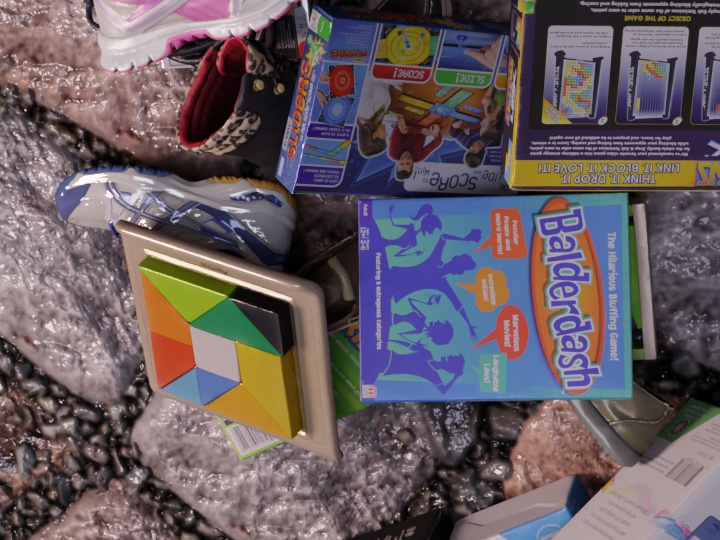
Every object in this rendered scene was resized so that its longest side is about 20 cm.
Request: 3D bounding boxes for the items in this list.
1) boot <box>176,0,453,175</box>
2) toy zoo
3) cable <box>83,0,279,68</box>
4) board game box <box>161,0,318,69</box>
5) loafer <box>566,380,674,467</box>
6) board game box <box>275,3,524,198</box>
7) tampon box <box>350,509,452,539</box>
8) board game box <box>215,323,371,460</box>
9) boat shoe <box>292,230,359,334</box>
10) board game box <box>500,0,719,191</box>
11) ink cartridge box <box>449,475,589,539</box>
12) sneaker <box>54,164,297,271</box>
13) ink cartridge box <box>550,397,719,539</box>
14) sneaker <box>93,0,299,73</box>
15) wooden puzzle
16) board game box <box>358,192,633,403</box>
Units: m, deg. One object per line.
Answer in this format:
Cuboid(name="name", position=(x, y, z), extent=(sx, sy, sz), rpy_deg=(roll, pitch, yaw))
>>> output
Cuboid(name="boot", position=(-0.035, -0.147, 1.304), extent=(0.200, 0.151, 0.073), rpy_deg=(-49, 52, 28))
Cuboid(name="toy zoo", position=(0.130, 0.011, 1.391), extent=(0.200, 0.020, 0.131), rpy_deg=(-2, 108, 14))
Cuboid(name="cable", position=(-0.122, -0.247, 1.305), extent=(0.163, 0.051, 0.200), rpy_deg=(22, 113, 6))
Cuboid(name="board game box", position=(-0.103, -0.257, 1.343), extent=(0.126, 0.035, 0.200), rpy_deg=(-2, 108, 15))
Cuboid(name="loafer", position=(0.168, 0.057, 1.354), extent=(0.070, 0.075, 0.200), rpy_deg=(-38, 97, 7))
Cuboid(name="board game box", position=(0.046, -0.120, 1.294), extent=(0.200, 0.034, 0.135), rpy_deg=(2, 115, -29))
Cuboid(name="tampon box", position=(-0.001, 0.319, 1.472), extent=(0.200, 0.126, 0.150), rpy_deg=(-23, 102, 20))
Cuboid(name="board game box", position=(-0.036, 0.078, 1.450), extent=(0.200, 0.030, 0.096), rpy_deg=(-24, 101, 22))
Cuboid(name="boat shoe", position=(0.003, 0.006, 1.364), extent=(0.202, 0.075, 0.075), rpy_deg=(-33, 85, 20))
Cuboid(name="board game box", position=(0.207, -0.143, 1.272), extent=(0.200, 0.057, 0.165), rpy_deg=(1, 111, -6))
Cuboid(name="ink cartridge box", position=(0.168, 0.285, 1.452), extent=(0.116, 0.067, 0.200), rpy_deg=(-25, 101, 19))
Cuboid(name="sneaker", position=(-0.153, -0.031, 1.397), extent=(0.200, 0.075, 0.088), rpy_deg=(4, 78, 13))
Cuboid(name="ink cartridge box", position=(0.232, 0.202, 1.327), extent=(0.200, 0.145, 0.088), rpy_deg=(-43, 100, -6))
Cuboid(name="sneaker", position=(-0.113, -0.211, 1.253), extent=(0.200, 0.081, 0.088), rpy_deg=(-17, 111, 17))
Cuboid(name="wooden puzzle", position=(-0.105, 0.061, 1.372), extent=(0.185, 0.037, 0.200), rpy_deg=(17, 138, 26))
Cuboid(name="board game box", position=(0.099, 0.021, 1.295), extent=(0.200, 0.045, 0.152), rpy_deg=(-2, 84, 5))
